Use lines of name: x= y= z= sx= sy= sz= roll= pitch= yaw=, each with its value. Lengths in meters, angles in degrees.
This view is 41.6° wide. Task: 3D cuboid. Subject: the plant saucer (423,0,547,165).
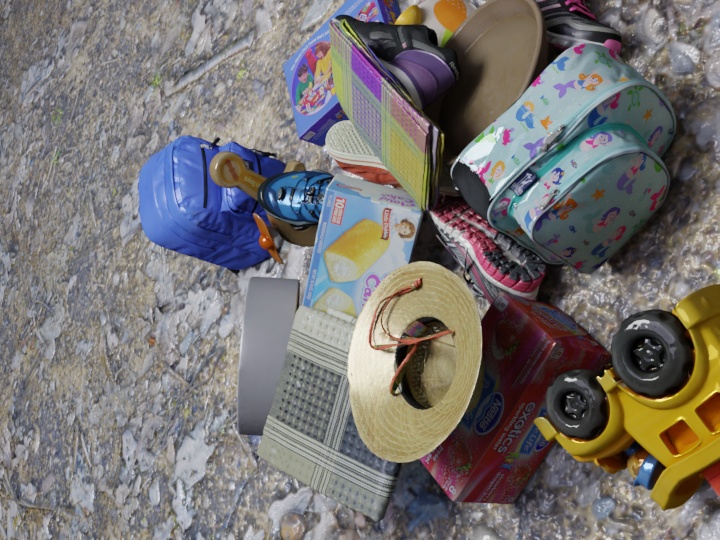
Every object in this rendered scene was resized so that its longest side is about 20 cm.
plant saucer: x=0.131 y=-0.202 z=1.020 sx=0.200 sy=0.029 sz=0.202 roll=-39 pitch=38 yaw=39

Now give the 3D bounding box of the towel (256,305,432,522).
towel: x=-0.020 y=0.151 z=1.055 sx=0.199 sy=0.034 sz=0.195 roll=19 pitch=94 yaw=38

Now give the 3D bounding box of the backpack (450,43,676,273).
backpack: x=0.210 y=-0.108 z=0.920 sx=0.201 sy=0.177 sz=0.151 roll=-51 pitch=50 yaw=11

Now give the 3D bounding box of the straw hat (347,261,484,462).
straw hat: x=0.077 y=0.094 z=0.930 sx=0.200 sy=0.084 sz=0.203 roll=-27 pitch=54 yaw=43

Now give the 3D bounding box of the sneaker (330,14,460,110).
sneaker: x=0.042 y=-0.247 z=1.085 sx=0.087 sy=0.076 sz=0.200 roll=-34 pitch=48 yaw=-9

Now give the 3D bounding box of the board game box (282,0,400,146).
board game box: x=-0.021 y=-0.287 z=1.315 sx=0.199 sy=0.044 sz=0.136 roll=-36 pitch=55 yaw=36

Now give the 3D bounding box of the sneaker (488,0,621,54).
sneaker: x=0.216 y=-0.293 z=1.034 sx=0.200 sy=0.073 sz=0.088 roll=46 pitch=120 yaw=49

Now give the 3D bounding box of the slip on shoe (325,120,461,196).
slip on shoe: x=0.053 y=-0.128 z=1.129 sx=0.198 sy=0.061 sz=0.075 roll=15 pitch=67 yaw=22

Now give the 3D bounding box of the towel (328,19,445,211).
towel: x=0.028 y=-0.169 z=1.042 sx=0.201 sy=0.023 sz=0.144 roll=53 pitch=163 yaw=27

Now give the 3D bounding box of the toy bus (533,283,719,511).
toy bus: x=0.281 y=0.138 z=0.827 sx=0.200 sy=0.135 sz=0.193 roll=-45 pitch=66 yaw=33

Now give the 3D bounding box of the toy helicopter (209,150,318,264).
toy helicopter: x=-0.119 y=-0.090 z=1.255 sx=0.079 sy=0.199 sz=0.133 roll=23 pitch=86 yaw=54

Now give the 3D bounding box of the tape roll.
tape roll: x=-0.116 y=0.110 z=1.217 sx=0.200 sy=0.065 sz=0.203 roll=-177 pitch=90 yaw=-88

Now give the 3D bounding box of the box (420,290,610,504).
box: x=0.150 y=0.134 z=0.976 sx=0.096 sy=0.099 sz=0.201 roll=47 pitch=114 yaw=44

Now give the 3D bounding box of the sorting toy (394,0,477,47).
sorting toy: x=0.096 y=-0.207 z=1.149 sx=0.180 sy=0.106 sz=0.200 roll=50 pitch=118 yaw=21

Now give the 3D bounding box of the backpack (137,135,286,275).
backpack: x=-0.208 y=-0.111 z=1.360 sx=0.167 sy=0.199 sz=0.164 roll=-31 pitch=58 yaw=38

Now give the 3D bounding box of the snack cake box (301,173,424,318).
snack cake box: x=0.000 y=0.000 z=1.123 sx=0.067 sy=0.114 sz=0.202 roll=-65 pitch=-11 yaw=-67

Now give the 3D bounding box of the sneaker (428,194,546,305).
sneaker: x=0.130 y=-0.021 z=1.061 sx=0.201 sy=0.080 sz=0.075 roll=-121 pitch=27 yaw=-47

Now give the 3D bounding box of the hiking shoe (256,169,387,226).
hiking shoe: x=-0.034 y=-0.093 z=1.177 sx=0.197 sy=0.087 sz=0.075 roll=6 pitch=81 yaw=6
